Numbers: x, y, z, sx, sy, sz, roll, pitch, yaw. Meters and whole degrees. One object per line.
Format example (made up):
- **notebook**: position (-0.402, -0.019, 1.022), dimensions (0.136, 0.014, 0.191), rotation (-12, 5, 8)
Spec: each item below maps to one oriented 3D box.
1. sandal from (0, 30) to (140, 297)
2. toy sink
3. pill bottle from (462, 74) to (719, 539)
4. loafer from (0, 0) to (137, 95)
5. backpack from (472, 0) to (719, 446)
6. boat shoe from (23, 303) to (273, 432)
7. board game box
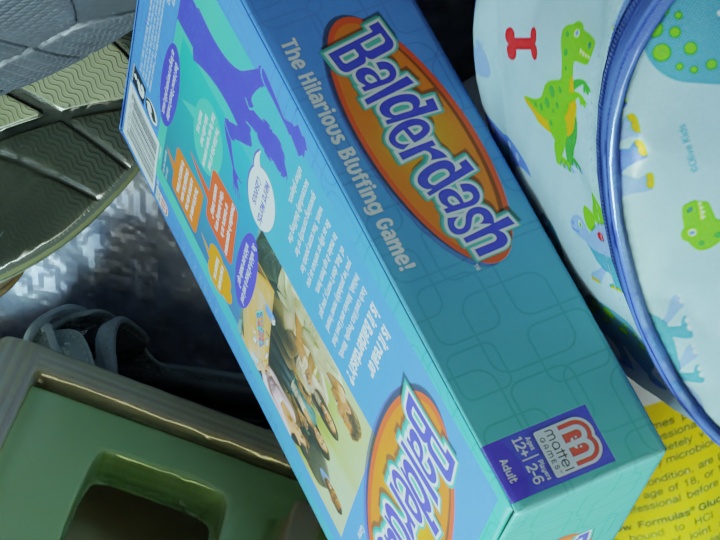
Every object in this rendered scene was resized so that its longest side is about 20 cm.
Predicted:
- **sandal**: position (-0.141, -0.013, 0.899), dimensions (0.201, 0.057, 0.080), rotation (-40, 84, 20)
- **toy sink**: position (-0.041, 0.121, 0.851), dimensions (0.200, 0.130, 0.112), rotation (22, 121, -2)
- **pill bottle**: position (0.077, 0.039, 0.844), dimensions (0.112, 0.112, 0.200), rotation (-3, 125, 18)
- **loafer**: position (-0.080, -0.106, 0.812), dimensions (0.200, 0.063, 0.072), rotation (-26, 158, 26)
- **backpack**: position (0.139, -0.047, 0.688), dimensions (0.200, 0.147, 0.183), rotation (-26, 123, -10)
- **boat shoe**: position (-0.083, 0.046, 0.932), dimensions (0.201, 0.070, 0.072), rotation (13, 112, 6)
- **board game box**: position (0.000, 0.000, 0.757), dimensions (0.045, 0.200, 0.152), rotation (-21, 159, -18)
